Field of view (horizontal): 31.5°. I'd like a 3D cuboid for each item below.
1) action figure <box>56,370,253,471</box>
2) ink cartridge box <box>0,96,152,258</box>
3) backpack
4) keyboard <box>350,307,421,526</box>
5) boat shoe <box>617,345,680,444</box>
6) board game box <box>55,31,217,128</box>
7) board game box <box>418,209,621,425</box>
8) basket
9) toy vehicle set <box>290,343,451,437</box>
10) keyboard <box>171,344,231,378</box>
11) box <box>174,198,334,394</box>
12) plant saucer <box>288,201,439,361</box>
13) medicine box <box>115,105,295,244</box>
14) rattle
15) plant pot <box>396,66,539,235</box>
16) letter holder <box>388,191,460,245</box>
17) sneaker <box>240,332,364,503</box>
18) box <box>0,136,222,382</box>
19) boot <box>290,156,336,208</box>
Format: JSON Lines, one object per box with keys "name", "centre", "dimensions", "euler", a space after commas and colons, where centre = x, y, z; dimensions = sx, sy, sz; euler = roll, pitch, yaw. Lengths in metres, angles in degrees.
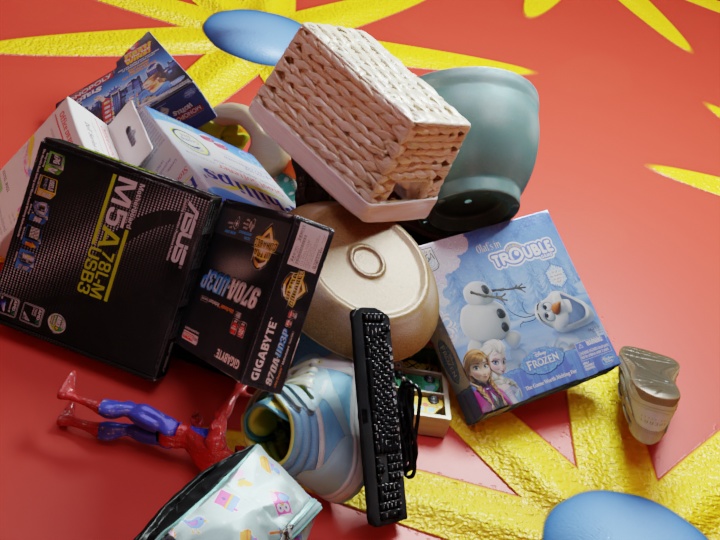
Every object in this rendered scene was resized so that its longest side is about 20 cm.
{"name": "action figure", "centre": [-0.182, 0.136, 1.234], "dimensions": [0.199, 0.066, 0.099], "euler": [20, 43, 8]}
{"name": "ink cartridge box", "centre": [-0.329, -0.108, 1.411], "dimensions": [0.067, 0.200, 0.117], "euler": [35, 16, -41]}
{"name": "backpack", "centre": [-0.112, 0.244, 1.013], "dimensions": [0.153, 0.176, 0.200], "euler": [35, 34, 0]}
{"name": "keyboard", "centre": [0.032, 0.136, 1.209], "dimensions": [0.039, 0.202, 0.104], "euler": [-6, -5, 22]}
{"name": "boat shoe", "centre": [0.321, 0.137, 1.435], "dimensions": [0.072, 0.066, 0.200], "euler": [13, 15, 5]}
{"name": "board game box", "centre": [-0.294, -0.219, 1.645], "dimensions": [0.199, 0.062, 0.200], "euler": [-28, 37, 7]}
{"name": "board game box", "centre": [0.166, 0.048, 1.422], "dimensions": [0.199, 0.043, 0.200], "euler": [-16, 73, -29]}
{"name": "basket", "centre": [0.003, -0.160, 1.357], "dimensions": [0.200, 0.124, 0.135], "euler": [45, 27, 24]}
{"name": "toy vehicle set", "centre": [-0.005, 0.115, 1.371], "dimensions": [0.198, 0.027, 0.125], "euler": [9, 34, -9]}
{"name": "keyboard", "centre": [-0.175, 0.067, 1.370], "dimensions": [0.199, 0.040, 0.104], "euler": [20, 47, 19]}
{"name": "box", "centre": [-0.105, 0.019, 1.227], "dimensions": [0.046, 0.160, 0.200], "euler": [19, 0, -26]}
{"name": "plant saucer", "centre": [0.000, 0.000, 1.307], "dimensions": [0.199, 0.035, 0.201], "euler": [16, 49, -19]}
{"name": "medicine box", "centre": [-0.168, -0.070, 1.443], "dimensions": [0.182, 0.103, 0.200], "euler": [22, 20, -47]}
{"name": "rattle", "centre": [-0.116, -0.134, 1.624], "dimensions": [0.199, 0.131, 0.143], "euler": [10, -12, 25]}
{"name": "plant pot", "centre": [0.116, -0.123, 1.462], "dimensions": [0.199, 0.200, 0.135], "euler": [2, 65, -19]}
{"name": "letter holder", "centre": [0.069, -0.015, 1.525], "dimensions": [0.199, 0.101, 0.142], "euler": [23, 36, 12]}
{"name": "sneaker", "centre": [-0.060, 0.116, 1.230], "dimensions": [0.130, 0.079, 0.201], "euler": [28, 37, -39]}
{"name": "box", "centre": [-0.262, -0.013, 1.307], "dimensions": [0.192, 0.201, 0.048], "euler": [21, 6, 10]}
{"name": "boot", "centre": [-0.009, -0.031, 1.414], "dimensions": [0.200, 0.069, 0.175], "euler": [32, 54, -42]}
